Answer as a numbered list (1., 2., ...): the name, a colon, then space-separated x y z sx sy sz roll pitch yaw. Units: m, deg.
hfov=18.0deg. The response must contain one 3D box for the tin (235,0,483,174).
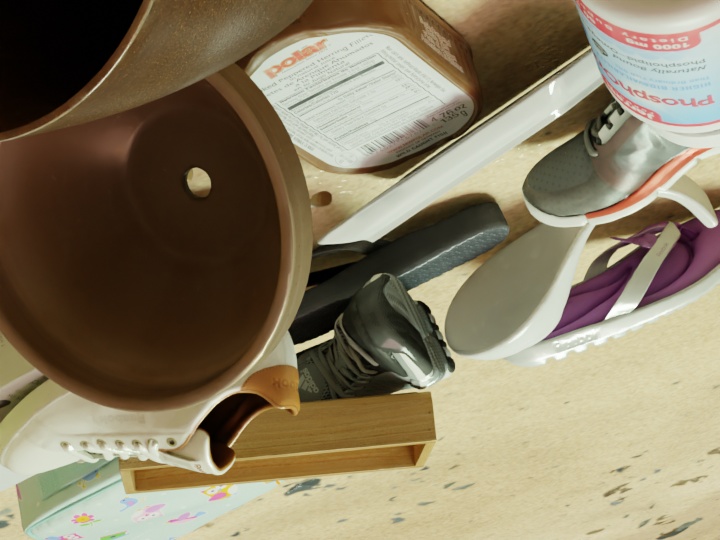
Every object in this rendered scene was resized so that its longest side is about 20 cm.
1. tin: -0.003 -0.105 1.239 0.112 0.042 0.200 -28 155 17

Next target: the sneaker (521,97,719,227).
1. sneaker: 0.173 -0.099 1.364 0.200 0.077 0.082 -28 129 24

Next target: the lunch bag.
1. lunch bag: -0.149 0.135 1.654 0.200 0.077 0.160 -30 153 30

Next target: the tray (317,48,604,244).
1. tray: 0.069 -0.072 1.321 0.200 0.022 0.107 -34 -177 36

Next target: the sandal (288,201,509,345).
1. sandal: 0.000 0.000 1.498 0.200 0.043 0.076 -25 166 -5

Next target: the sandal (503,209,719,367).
1. sandal: 0.183 0.003 1.564 0.202 0.082 0.050 -30 121 -11

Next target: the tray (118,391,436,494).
1. tray: -0.055 0.111 1.465 0.199 0.037 0.099 -4 166 -4

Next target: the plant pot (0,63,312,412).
1. plant pot: -0.103 -0.036 1.167 0.201 0.201 0.093 -30 -179 31

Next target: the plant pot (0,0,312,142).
1. plant pot: -0.098 -0.146 0.922 0.187 0.187 0.200 -28 170 28

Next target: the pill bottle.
1. pill bottle: 0.170 -0.138 1.183 0.109 0.109 0.200 -19 157 7

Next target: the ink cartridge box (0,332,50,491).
1. ink cartridge box: -0.228 0.071 1.434 0.200 0.084 0.145 -28 156 24

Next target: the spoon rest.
1. spoon rest: 0.138 -0.009 1.521 0.200 0.099 0.061 -32 120 12

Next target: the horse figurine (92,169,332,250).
1. horse figurine: -0.111 -0.024 1.325 0.132 0.050 0.200 -15 169 35

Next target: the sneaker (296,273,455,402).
1. sneaker: -0.007 0.064 1.477 0.115 0.075 0.200 -25 167 6

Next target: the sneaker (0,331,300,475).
1. sneaker: -0.128 0.092 1.341 0.200 0.085 0.073 -25 157 16
